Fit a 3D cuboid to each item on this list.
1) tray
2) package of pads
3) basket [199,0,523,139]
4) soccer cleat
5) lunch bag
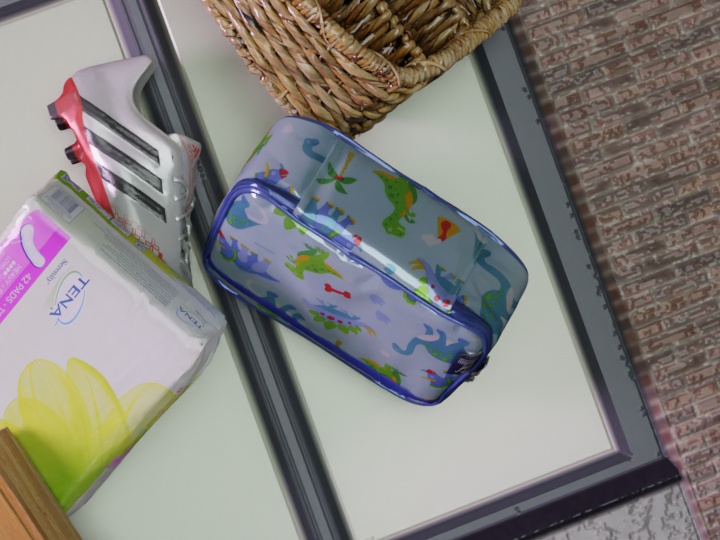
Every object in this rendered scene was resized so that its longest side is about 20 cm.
[{"bbox_3d":[-0.215,0.207,1.497,0.098,0.037,0.201,-25,105,29],"label":"tray"},{"bbox_3d":[-0.199,0.061,1.495,0.154,0.068,0.200,40,111,-2],"label":"package of pads"},{"bbox_3d":[-0.015,-0.200,1.494,0.149,0.143,0.201,-36,92,20],"label":"basket"},{"bbox_3d":[-0.136,-0.046,1.538,0.085,0.069,0.201,-24,86,-1],"label":"soccer cleat"},{"bbox_3d":[0.000,0.000,1.502,0.199,0.161,0.083,33,64,-4],"label":"lunch bag"}]
